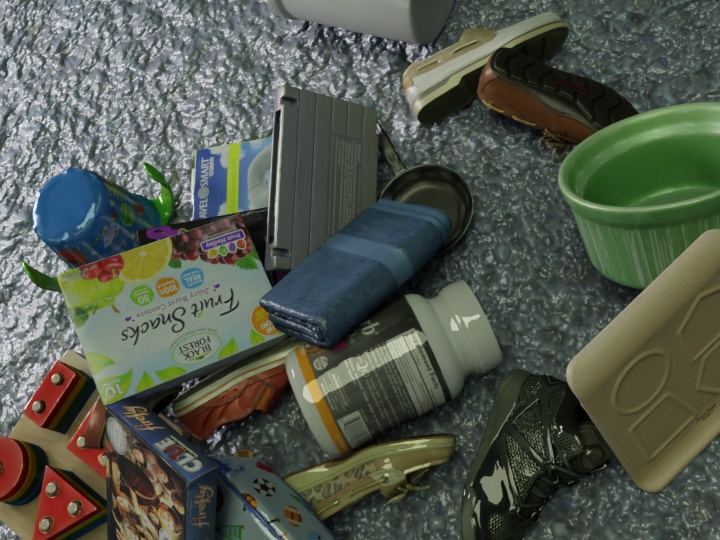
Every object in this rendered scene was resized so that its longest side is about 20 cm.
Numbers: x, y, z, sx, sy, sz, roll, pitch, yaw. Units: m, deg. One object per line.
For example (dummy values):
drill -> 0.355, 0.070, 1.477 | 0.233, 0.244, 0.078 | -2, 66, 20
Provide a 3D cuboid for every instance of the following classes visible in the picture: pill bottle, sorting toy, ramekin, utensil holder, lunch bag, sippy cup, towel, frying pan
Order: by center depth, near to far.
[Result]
sorting toy -> 0.280, 0.084, 0.738 | 0.185, 0.200, 0.036 | -43, 36, -3
ramekin -> 0.296, -0.069, 0.788 | 0.198, 0.098, 0.201 | -18, 29, 10
lunch bag -> -0.106, 0.290, 0.811 | 0.200, 0.075, 0.161 | 42, 112, 28
pill bottle -> 0.033, 0.094, 0.836 | 0.198, 0.117, 0.117 | -26, 64, -2
towel -> 0.000, 0.000, 0.850 | 0.111, 0.049, 0.200 | 16, 47, 44
sorting toy -> -0.330, 0.214, 0.934 | 0.199, 0.070, 0.200 | 28, 80, 24
frying pan -> 0.046, -0.085, 0.954 | 0.189, 0.031, 0.115 | 37, 84, 29
sippy cup -> -0.318, -0.053, 1.001 | 0.138, 0.130, 0.180 | 13, 73, 21
utensil holder -> 0.005, -0.372, 1.007 | 0.198, 0.170, 0.171 | 20, 76, 20

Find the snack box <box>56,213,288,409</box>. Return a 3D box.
snack box -> -0.191, 0.041, 0.860 | 0.198, 0.053, 0.143 | -21, 79, -20

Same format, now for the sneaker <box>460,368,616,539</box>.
sneaker -> 0.164, 0.194, 0.771 | 0.113, 0.076, 0.201 | 5, 65, 44

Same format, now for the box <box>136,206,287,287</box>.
box -> -0.153, 0.009, 0.952 | 0.198, 0.036, 0.145 | -8, 89, 13

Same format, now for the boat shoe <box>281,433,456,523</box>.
boat shoe -> 0.009, 0.212, 0.833 | 0.198, 0.073, 0.063 | -23, 73, 21

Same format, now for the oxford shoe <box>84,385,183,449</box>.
oxford shoe -> -0.221, 0.107, 0.895 | 0.074, 0.071, 0.202 | 20, 65, 0

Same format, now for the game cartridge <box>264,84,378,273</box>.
game cartridge -> -0.040, -0.092, 0.920 | 0.038, 0.129, 0.203 | -9, 75, 53

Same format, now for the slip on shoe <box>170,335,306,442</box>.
slip on shoe -> -0.107, 0.122, 0.909 | 0.199, 0.074, 0.062 | -28, 99, -2

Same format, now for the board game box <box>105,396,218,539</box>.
board game box -> -0.192, 0.240, 0.793 | 0.135, 0.034, 0.202 | 26, 121, 37

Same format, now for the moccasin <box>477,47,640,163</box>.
moccasin -> 0.221, -0.168, 0.909 | 0.199, 0.078, 0.074 | 22, 60, 5

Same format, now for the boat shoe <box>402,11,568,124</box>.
boat shoe -> 0.140, -0.250, 0.965 | 0.198, 0.075, 0.069 | -27, 66, 5

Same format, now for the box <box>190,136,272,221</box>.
box -> -0.124, -0.096, 1.003 | 0.198, 0.048, 0.123 | -8, 68, 14
